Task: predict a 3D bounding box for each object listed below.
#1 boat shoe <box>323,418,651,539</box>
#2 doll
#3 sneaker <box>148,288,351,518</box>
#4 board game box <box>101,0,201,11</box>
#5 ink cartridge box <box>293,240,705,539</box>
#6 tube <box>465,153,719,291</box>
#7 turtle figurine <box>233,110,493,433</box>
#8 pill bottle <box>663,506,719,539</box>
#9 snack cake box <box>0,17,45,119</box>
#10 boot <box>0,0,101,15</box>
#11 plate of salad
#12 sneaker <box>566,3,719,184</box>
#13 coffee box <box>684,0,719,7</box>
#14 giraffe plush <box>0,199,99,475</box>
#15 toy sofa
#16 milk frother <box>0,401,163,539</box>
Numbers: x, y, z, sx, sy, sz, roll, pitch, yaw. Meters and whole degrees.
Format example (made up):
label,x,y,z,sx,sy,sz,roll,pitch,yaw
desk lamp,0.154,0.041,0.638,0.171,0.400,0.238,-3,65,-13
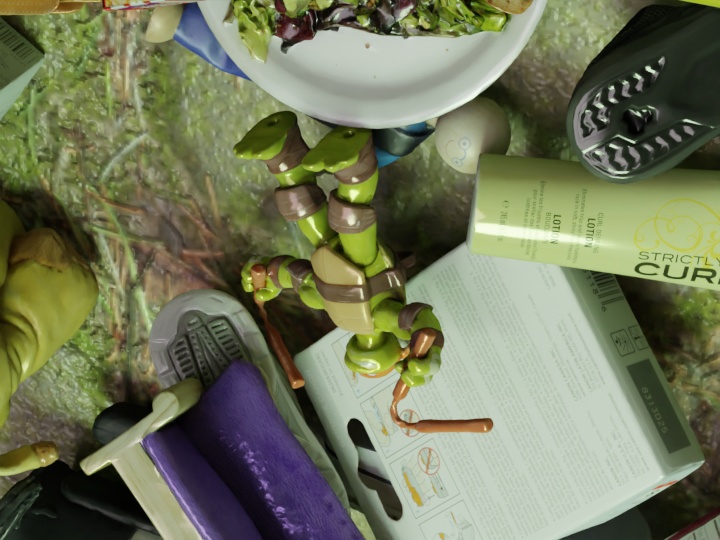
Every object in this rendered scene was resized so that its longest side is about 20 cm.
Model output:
label,x,y,z,sx,sy,sz,roll,pitch,yaw
boat shoe,0.066,0.145,1.368,0.201,0.075,0.086,20,128,19
doll,-0.012,-0.105,1.259,0.199,0.048,0.137,27,121,11
sneaker,-0.052,0.102,1.385,0.078,0.099,0.201,-20,90,5
board game box,-0.061,-0.231,1.150,0.151,0.046,0.201,-4,95,25
ink cartridge box,0.070,0.074,1.302,0.200,0.050,0.163,-35,77,42
tube,0.154,-0.023,1.207,0.199,0.052,0.058,7,154,1
turtle figurine,0.000,0.000,1.262,0.200,0.064,0.162,27,141,50
pill bottle,0.197,0.182,1.262,0.200,0.114,0.114,-32,104,12
snack cake box,-0.283,-0.144,1.326,0.200,0.115,0.067,42,116,-2
boot,-0.189,-0.204,1.245,0.200,0.071,0.145,7,97,15
plate of salad,-0.001,-0.167,1.185,0.199,0.048,0.201,5,103,20
sneaker,0.188,-0.111,1.145,0.199,0.114,0.076,-28,102,9
coffee box,0.190,-0.233,0.972,0.197,0.200,0.200,14,126,19
giraffe plush,-0.248,0.019,1.341,0.172,0.201,0.162,-2,150,7
toy sofa,-0.052,0.149,1.294,0.097,0.083,0.200,-34,88,8
milk frother,-0.138,0.195,1.428,0.188,0.200,0.181,19,124,15
